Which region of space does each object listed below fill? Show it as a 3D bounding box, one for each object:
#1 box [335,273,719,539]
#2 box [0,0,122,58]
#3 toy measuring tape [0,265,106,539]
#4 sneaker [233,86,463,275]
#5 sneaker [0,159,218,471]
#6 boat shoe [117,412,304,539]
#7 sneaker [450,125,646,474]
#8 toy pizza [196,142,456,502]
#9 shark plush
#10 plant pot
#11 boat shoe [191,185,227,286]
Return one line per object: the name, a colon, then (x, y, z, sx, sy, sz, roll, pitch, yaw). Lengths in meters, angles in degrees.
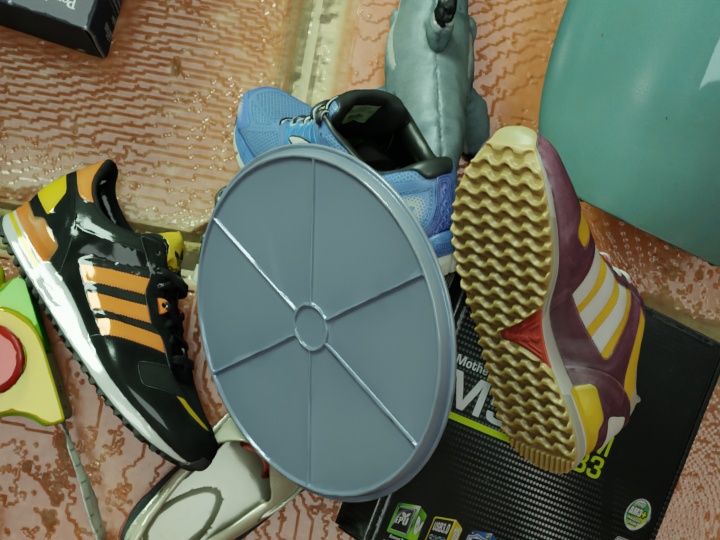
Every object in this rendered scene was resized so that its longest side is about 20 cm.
box: (0.107, 0.098, 0.941, 0.199, 0.047, 0.194, 25, 88, -27)
box: (-0.222, -0.249, 0.939, 0.198, 0.104, 0.184, 17, 88, -2)
toy measuring tape: (-0.210, 0.091, 0.946, 0.073, 0.074, 0.202, -17, 89, -4)
sneaker: (-0.005, -0.072, 0.914, 0.078, 0.200, 0.090, -18, 125, -34)
sneaker: (-0.131, 0.022, 0.933, 0.090, 0.070, 0.201, -38, 74, 0)
boat shoe: (-0.066, 0.116, 0.957, 0.200, 0.063, 0.071, -40, 89, -5)
sneaker: (0.110, 0.007, 0.865, 0.090, 0.075, 0.202, -30, 122, -37)
toy pizza: (-0.018, 0.029, 0.875, 0.032, 0.199, 0.202, -14, 88, -45)
shark plush: (0.056, -0.146, 0.962, 0.090, 0.083, 0.202, 16, 87, -3)
plant pot: (0.197, -0.097, 0.921, 0.199, 0.201, 0.162, 25, 97, -2)
boat shoe: (0.000, 0.000, 0.960, 0.198, 0.072, 0.068, 14, 86, -3)
